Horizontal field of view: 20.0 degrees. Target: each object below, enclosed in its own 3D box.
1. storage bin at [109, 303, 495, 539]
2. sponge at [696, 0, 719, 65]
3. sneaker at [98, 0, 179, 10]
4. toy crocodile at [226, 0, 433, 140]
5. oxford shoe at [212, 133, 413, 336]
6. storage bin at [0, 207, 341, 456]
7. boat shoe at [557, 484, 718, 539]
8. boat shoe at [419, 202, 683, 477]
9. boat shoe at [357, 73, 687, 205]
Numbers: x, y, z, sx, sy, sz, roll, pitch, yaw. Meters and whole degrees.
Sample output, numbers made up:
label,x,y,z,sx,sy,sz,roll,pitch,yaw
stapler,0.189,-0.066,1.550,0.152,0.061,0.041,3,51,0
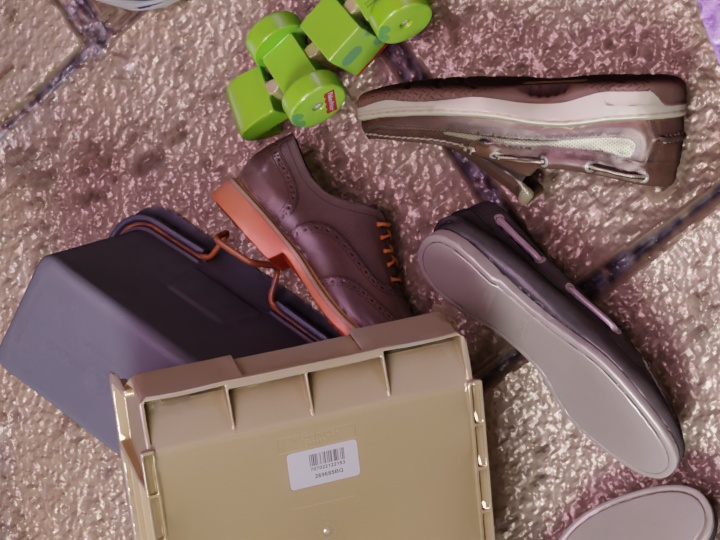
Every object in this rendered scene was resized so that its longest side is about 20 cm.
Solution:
label,x,y,z,sx,sy,sz,roll,pitch,yaw
storage bin,-0.031,0.131,1.179,0.199,0.094,0.200,-11,112,-12
sponge,0.232,-0.190,1.149,0.111,0.030,0.201,-25,84,26
sneaker,-0.100,-0.211,1.278,0.199,0.088,0.076,-21,83,25
toy crocodile,-0.006,-0.149,1.256,0.200,0.062,0.068,-42,63,18
oxford shoe,0.000,0.000,1.259,0.073,0.071,0.200,-45,86,-1
storage bin,-0.119,0.050,1.284,0.200,0.134,0.146,34,108,19
boat shoe,0.137,0.195,1.223,0.200,0.057,0.067,-39,56,19
boat shoe,0.123,0.034,1.200,0.200,0.057,0.067,43,146,12
boat shoe,0.092,-0.075,1.205,0.201,0.075,0.075,2,101,26
